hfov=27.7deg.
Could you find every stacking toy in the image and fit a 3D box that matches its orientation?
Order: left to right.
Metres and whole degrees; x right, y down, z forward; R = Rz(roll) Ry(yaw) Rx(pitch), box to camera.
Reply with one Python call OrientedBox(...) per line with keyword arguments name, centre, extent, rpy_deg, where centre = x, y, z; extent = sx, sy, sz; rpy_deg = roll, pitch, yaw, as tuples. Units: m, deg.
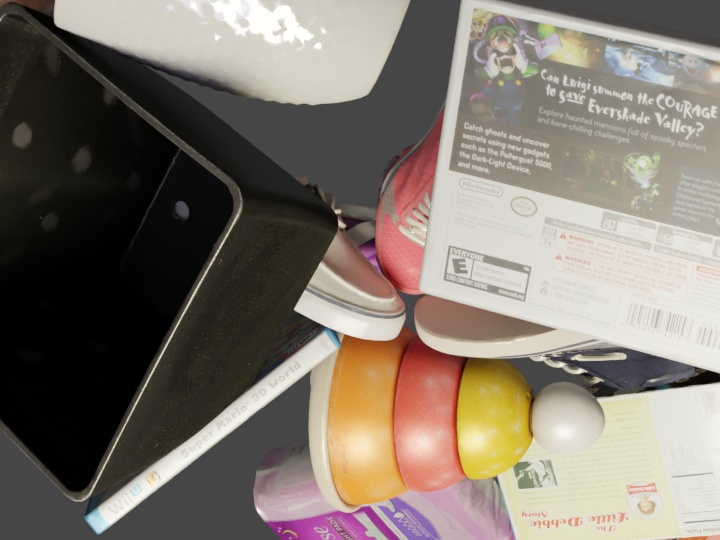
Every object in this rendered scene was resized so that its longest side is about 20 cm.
OrientedBox(name="stacking toy", centre=(0.072, 0.103, 1.019), extent=(0.197, 0.147, 0.147), rpy_deg=(3, 135, 19))

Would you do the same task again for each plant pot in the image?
OrientedBox(name="plant pot", centre=(-0.130, -0.015, 0.866), extent=(0.199, 0.177, 0.201), rpy_deg=(38, 110, 23))

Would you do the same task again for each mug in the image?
OrientedBox(name="mug", centre=(-0.066, -0.165, 0.825), extent=(0.173, 0.149, 0.200), rpy_deg=(21, 167, -7))

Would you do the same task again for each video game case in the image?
OrientedBox(name="video game case", centre=(-0.101, 0.093, 1.001), extent=(0.199, 0.143, 0.018), rpy_deg=(-38, 100, 1))
OrientedBox(name="video game case", centre=(0.139, -0.048, 0.813), extent=(0.198, 0.023, 0.184), rpy_deg=(15, 117, 15))

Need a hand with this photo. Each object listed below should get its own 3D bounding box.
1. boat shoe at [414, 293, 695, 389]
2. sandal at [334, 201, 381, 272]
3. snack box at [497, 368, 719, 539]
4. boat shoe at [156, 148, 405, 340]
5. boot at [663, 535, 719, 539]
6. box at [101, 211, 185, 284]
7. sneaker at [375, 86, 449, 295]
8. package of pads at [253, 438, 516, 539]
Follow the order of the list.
OrientedBox(name="boat shoe", centre=(0.139, 0.046, 0.985), extent=(0.197, 0.075, 0.093), rpy_deg=(-6, 136, 8))
OrientedBox(name="sandal", centre=(-0.002, -0.006, 1.011), extent=(0.200, 0.050, 0.083), rpy_deg=(0, 133, 17))
OrientedBox(name="snack box", centre=(0.196, 0.139, 1.069), extent=(0.198, 0.037, 0.118), rpy_deg=(-10, 105, 27))
OrientedBox(name="boat shoe", centre=(-0.046, -0.032, 0.960), extent=(0.199, 0.072, 0.066), rpy_deg=(38, 117, 19))
OrientedBox(name="boot", centre=(0.247, 0.201, 1.125), extent=(0.197, 0.076, 0.108), rpy_deg=(-3, 130, 10))
OrientedBox(name="box", centre=(-0.200, 0.030, 1.086), extent=(0.162, 0.087, 0.201), rpy_deg=(14, 136, 3))
OrientedBox(name="sneaker", centre=(0.054, -0.052, 0.905), extent=(0.073, 0.087, 0.201), rpy_deg=(23, 127, -5))
OrientedBox(name="package of pads", centre=(0.022, 0.180, 1.169), extent=(0.198, 0.076, 0.121), rpy_deg=(-19, 124, 32))
